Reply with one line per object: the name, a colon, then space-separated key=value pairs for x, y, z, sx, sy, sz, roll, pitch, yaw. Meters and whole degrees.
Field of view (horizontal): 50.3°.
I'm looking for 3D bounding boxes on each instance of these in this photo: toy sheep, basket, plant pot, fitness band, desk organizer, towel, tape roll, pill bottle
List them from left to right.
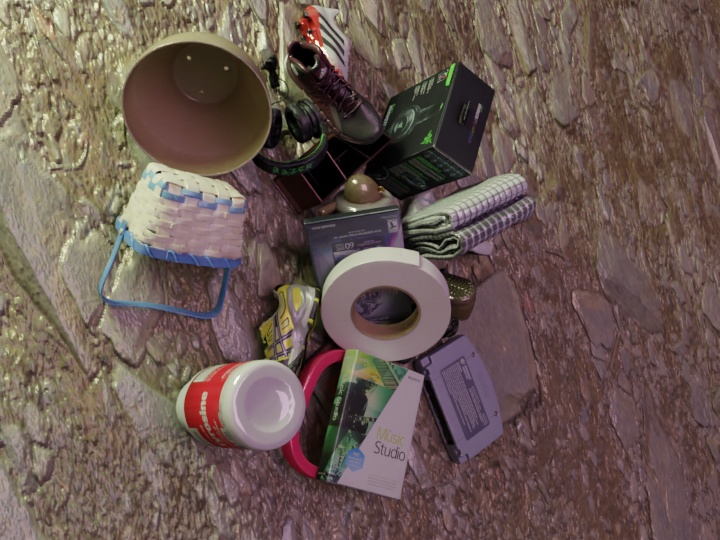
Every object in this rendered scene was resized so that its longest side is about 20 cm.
basket: x=-0.247 y=-0.033 z=1.053 sx=0.176 sy=0.139 sz=0.200 roll=13 pitch=102 yaw=-36
plant pot: x=-0.225 y=-0.253 z=1.085 sx=0.200 sy=0.200 sz=0.135 roll=32 pitch=28 yaw=-27
pill bottle: x=-0.168 y=0.180 z=1.019 sx=0.112 sy=0.200 sz=0.112 roll=8 pitch=77 yaw=-34
fitness band: x=-0.047 y=0.219 z=1.172 sx=0.144 sy=0.037 sz=0.200 roll=35 pitch=63 yaw=-29
desk organizer: x=-0.042 y=-0.181 z=1.252 sx=0.200 sy=0.077 sz=0.072 roll=-46 pitch=108 yaw=-32
towel: x=0.000 y=0.196 z=1.249 sx=0.147 sy=0.022 sz=0.200 roll=-40 pitch=105 yaw=-34
toy sheep: x=0.001 y=-0.062 z=1.231 sx=0.138 sy=0.138 sz=0.200 roll=-28 pitch=134 yaw=-36
tape roll: x=0.039 y=0.055 z=1.173 sx=0.203 sy=0.203 sz=0.037 roll=39 pitch=29 yaw=-24
towel: x=0.163 y=-0.077 z=1.236 sx=0.165 sy=0.200 sz=0.086 roll=-29 pitch=98 yaw=-24

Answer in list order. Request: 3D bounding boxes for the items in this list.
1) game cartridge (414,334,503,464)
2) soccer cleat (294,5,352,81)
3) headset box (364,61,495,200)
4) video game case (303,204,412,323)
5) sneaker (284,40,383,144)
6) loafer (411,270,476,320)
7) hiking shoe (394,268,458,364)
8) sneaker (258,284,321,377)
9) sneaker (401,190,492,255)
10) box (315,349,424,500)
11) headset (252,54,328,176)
game cartridge: x=0.181 y=0.224 z=1.367 sx=0.133 sy=0.042 sz=0.200 roll=-26 pitch=97 yaw=-40
soccer cleat: x=-0.045 y=-0.350 z=1.289 sx=0.085 sy=0.069 sz=0.200 roll=-16 pitch=86 yaw=-32
headset box: x=0.121 y=-0.234 z=1.304 sx=0.093 sy=0.200 sz=0.174 roll=31 pitch=66 yaw=-28
video game case: x=0.000 y=0.000 z=1.181 sx=0.143 sy=0.019 sz=0.200 roll=-9 pitch=121 yaw=1
sneaker: x=-0.047 y=-0.277 z=1.180 sx=0.200 sy=0.116 sz=0.076 roll=42 pitch=88 yaw=3
loafer: x=0.106 y=0.033 z=1.263 sx=0.076 sy=0.200 sz=0.068 roll=-31 pitch=126 yaw=-28
hiking shoe: x=0.127 y=0.092 z=1.325 sx=0.101 sy=0.076 sz=0.200 roll=44 pitch=59 yaw=-18
sneaker: x=-0.120 y=0.116 z=1.159 sx=0.076 sy=0.075 sz=0.200 roll=16 pitch=75 yaw=3
sneaker: x=0.168 y=-0.082 z=1.382 sx=0.200 sy=0.070 sz=0.080 roll=24 pitch=83 yaw=-31
box: x=0.019 y=0.236 z=1.174 sx=0.144 sy=0.036 sz=0.200 roll=24 pitch=69 yaw=-33
headset: x=-0.119 y=-0.237 z=1.181 sx=0.123 sy=0.094 sz=0.200 roll=-9 pitch=55 yaw=-7
